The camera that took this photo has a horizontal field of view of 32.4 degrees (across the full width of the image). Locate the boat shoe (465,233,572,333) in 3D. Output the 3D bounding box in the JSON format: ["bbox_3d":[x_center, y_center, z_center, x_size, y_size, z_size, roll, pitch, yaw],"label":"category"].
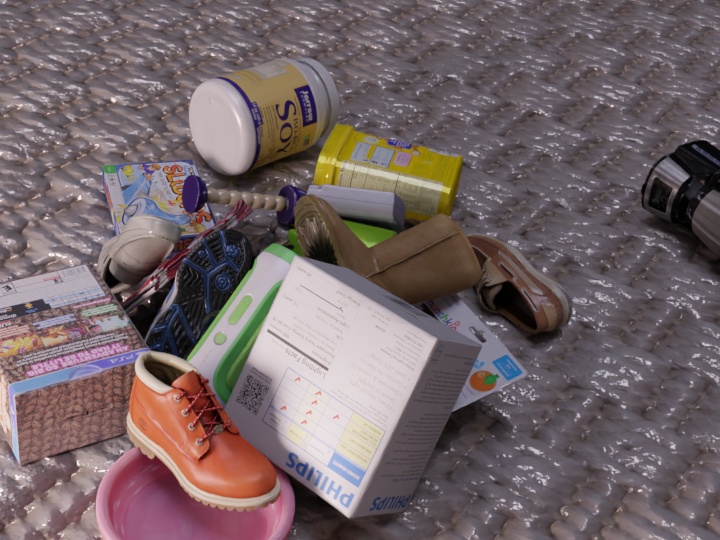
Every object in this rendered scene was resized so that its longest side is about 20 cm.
[{"bbox_3d":[0.186,0.016,1.632,0.071,0.077,0.199,-25,44,-36],"label":"boat shoe"}]

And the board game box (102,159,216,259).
[{"bbox_3d":[-0.279,-0.086,1.724,0.133,0.035,0.201,-6,37,-18],"label":"board game box"}]

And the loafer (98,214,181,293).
[{"bbox_3d":[-0.272,-0.016,1.510,0.069,0.199,0.071,20,68,-22],"label":"loafer"}]

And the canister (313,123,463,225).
[{"bbox_3d":[0.042,-0.135,1.813,0.197,0.088,0.149,14,34,7],"label":"canister"}]

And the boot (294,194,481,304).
[{"bbox_3d":[0.032,-0.031,1.481,0.198,0.066,0.177,-22,85,-37],"label":"boot"}]

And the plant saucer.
[{"bbox_3d":[-0.166,0.247,1.248,0.197,0.051,0.202,4,34,-3],"label":"plant saucer"}]

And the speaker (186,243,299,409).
[{"bbox_3d":[-0.125,0.072,1.367,0.088,0.089,0.201,27,74,27],"label":"speaker"}]

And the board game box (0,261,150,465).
[{"bbox_3d":[-0.340,0.098,1.389,0.157,0.098,0.200,-14,39,-28],"label":"board game box"}]

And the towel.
[{"bbox_3d":[-0.230,-0.008,1.537,0.023,0.144,0.200,51,45,-6],"label":"towel"}]

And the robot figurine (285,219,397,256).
[{"bbox_3d":[0.000,0.000,1.579,0.197,0.118,0.175,13,3,9],"label":"robot figurine"}]

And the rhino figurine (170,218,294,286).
[{"bbox_3d":[-0.150,-0.014,1.545,0.199,0.060,0.087,-22,13,47],"label":"rhino figurine"}]

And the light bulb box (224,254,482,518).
[{"bbox_3d":[-0.011,0.121,1.302,0.197,0.202,0.124,30,7,29],"label":"light bulb box"}]

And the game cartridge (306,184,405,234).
[{"bbox_3d":[-0.006,-0.073,1.656,0.131,0.042,0.200,11,-9,1],"label":"game cartridge"}]

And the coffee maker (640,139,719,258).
[{"bbox_3d":[0.542,-0.090,1.828,0.190,0.136,0.200,9,27,-43],"label":"coffee maker"}]

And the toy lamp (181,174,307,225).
[{"bbox_3d":[-0.148,-0.095,1.715,0.198,0.059,0.058,3,31,-34],"label":"toy lamp"}]

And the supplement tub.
[{"bbox_3d":[-0.143,-0.238,1.872,0.199,0.147,0.145,-25,45,-38],"label":"supplement tub"}]

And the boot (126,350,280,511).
[{"bbox_3d":[-0.159,0.159,1.239,0.198,0.109,0.075,29,38,26],"label":"boot"}]

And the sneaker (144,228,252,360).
[{"bbox_3d":[-0.198,0.036,1.454,0.075,0.077,0.201,37,73,-9],"label":"sneaker"}]

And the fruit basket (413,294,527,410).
[{"bbox_3d":[0.064,0.102,1.441,0.198,0.095,0.186,-27,43,-12],"label":"fruit basket"}]
